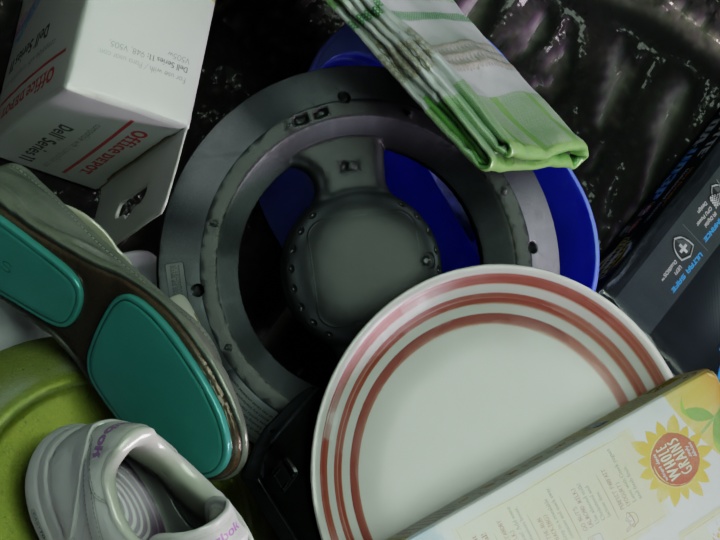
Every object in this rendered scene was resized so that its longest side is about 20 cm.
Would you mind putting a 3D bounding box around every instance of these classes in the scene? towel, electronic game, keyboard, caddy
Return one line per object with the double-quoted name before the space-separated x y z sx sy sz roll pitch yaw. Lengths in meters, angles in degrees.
"towel" 0.028 -0.129 1.269 0.200 0.031 0.149 49 19 12
"electronic game" 0.000 0.000 1.267 0.200 0.042 0.200 1 86 -12
"keyboard" -0.003 0.161 1.227 0.200 0.040 0.104 58 40 -13
"caddy" 0.037 -0.036 1.344 0.141 0.105 0.200 -32 93 -32

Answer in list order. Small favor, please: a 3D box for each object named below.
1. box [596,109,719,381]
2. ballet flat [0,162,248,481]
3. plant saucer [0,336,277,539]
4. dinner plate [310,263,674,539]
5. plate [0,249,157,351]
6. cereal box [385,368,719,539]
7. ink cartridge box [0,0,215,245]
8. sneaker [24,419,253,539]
"box" 0.225 0.009 1.469 0.159 0.046 0.200 47 60 -10
"ballet flat" -0.114 0.017 1.216 0.200 0.067 0.064 40 33 16
"plant saucer" -0.122 0.126 1.224 0.200 0.031 0.200 8 74 -28
"dinner plate" 0.068 0.097 1.237 0.200 0.024 0.201 3 83 -22
"plate" -0.157 0.107 1.246 0.200 0.032 0.200 -16 85 -31
"cereal box" 0.110 0.152 1.213 0.200 0.040 0.144 -26 93 -22
"ink cartridge box" -0.124 -0.115 1.272 0.067 0.117 0.200 19 68 -22
"sneaker" -0.076 0.155 1.166 0.075 0.100 0.200 -37 98 -33
